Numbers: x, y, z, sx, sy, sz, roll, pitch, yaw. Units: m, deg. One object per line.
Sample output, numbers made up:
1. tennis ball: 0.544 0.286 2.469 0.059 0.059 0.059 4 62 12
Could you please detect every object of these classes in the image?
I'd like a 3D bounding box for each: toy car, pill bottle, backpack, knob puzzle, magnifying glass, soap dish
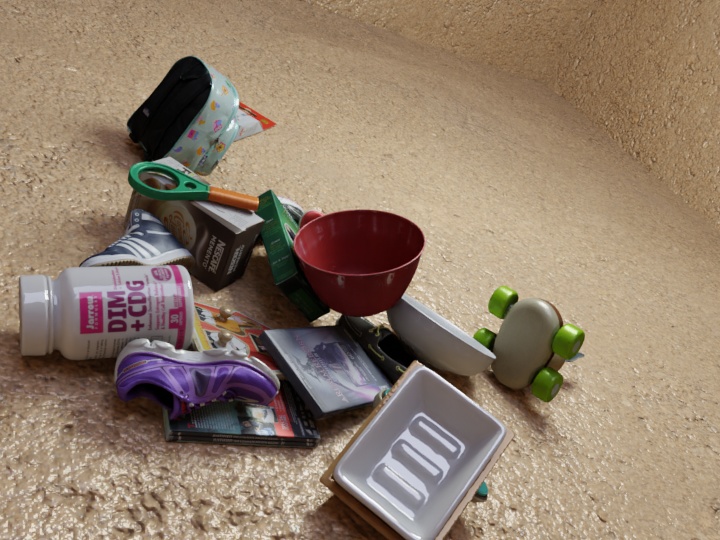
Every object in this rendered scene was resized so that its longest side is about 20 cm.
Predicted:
1. toy car: 0.318 0.126 1.339 0.164 0.159 0.199 32 16 34
2. pill bottle: -0.316 0.052 0.952 0.198 0.114 0.114 -2 38 -26
3. backpack: -0.318 -0.291 1.440 0.153 0.201 0.176 19 22 -47
4. knob puzzle: -0.150 0.092 1.068 0.218 0.031 0.220 25 11 -5
5. magnifying glass: -0.253 -0.123 1.168 0.198 0.023 0.080 11 35 -18
6. soap dish: 0.070 0.233 0.935 0.157 0.082 0.200 34 63 17

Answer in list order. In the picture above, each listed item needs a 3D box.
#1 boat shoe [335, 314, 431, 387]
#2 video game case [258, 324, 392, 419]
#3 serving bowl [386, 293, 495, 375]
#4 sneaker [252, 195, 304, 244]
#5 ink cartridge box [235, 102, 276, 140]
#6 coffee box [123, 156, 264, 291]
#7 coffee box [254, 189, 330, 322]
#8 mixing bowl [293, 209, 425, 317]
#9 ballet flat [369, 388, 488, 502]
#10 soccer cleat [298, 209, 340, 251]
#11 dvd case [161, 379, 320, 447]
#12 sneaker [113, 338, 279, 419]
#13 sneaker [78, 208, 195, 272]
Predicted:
1. boat shoe: 0.039 0.122 1.189 0.071 0.061 0.201 -7 43 -47
2. video game case: -0.041 0.137 1.081 0.143 0.019 0.199 50 22 22
3. serving bowl: 0.118 0.110 1.235 0.199 0.066 0.200 34 4 -3
4. sneaker: -0.187 -0.074 1.338 0.198 0.081 0.087 -2 51 -29
5. ink cartridge box: -0.294 -0.371 1.751 0.161 0.050 0.200 32 32 10
6. coffee box: -0.266 -0.076 1.215 0.199 0.115 0.080 33 29 14
7. coffee box: -0.115 -0.025 1.242 0.123 0.044 0.201 53 11 -49
8. mixing bowl: 0.000 0.000 1.163 0.197 0.109 0.201 -1 31 1
9. ballet flat: 0.084 0.245 1.022 0.200 0.070 0.069 46 34 22
10. soccer cleat: -0.052 -0.030 1.288 0.201 0.068 0.085 54 -4 -37
11. dvd case: -0.161 0.167 0.996 0.198 0.022 0.147 10 32 -28
12. sneaker: -0.198 0.145 0.927 0.198 0.081 0.084 8 48 -14
13. sneaker: -0.343 -0.030 1.109 0.109 0.070 0.199 49 28 18
